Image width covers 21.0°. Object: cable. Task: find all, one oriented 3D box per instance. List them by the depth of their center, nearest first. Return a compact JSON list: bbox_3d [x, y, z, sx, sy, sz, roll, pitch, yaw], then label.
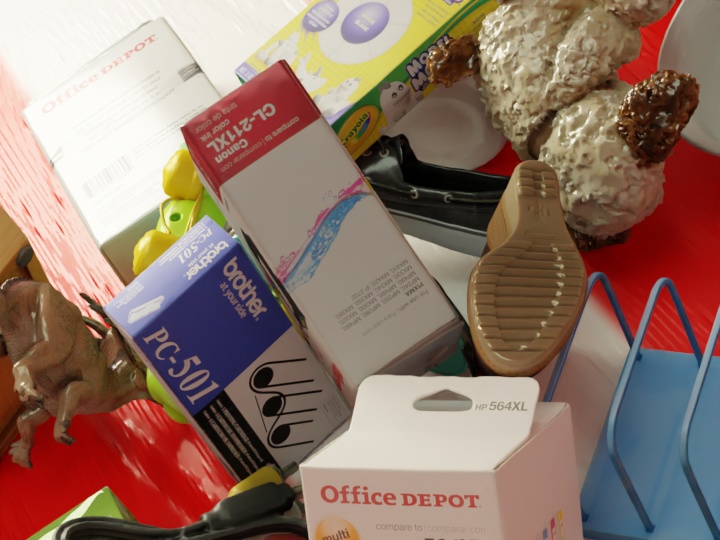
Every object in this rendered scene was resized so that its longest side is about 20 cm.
[{"bbox_3d":[-0.102,0.184,1.272,0.198,0.051,0.097,-16,54,-27],"label":"cable"}]

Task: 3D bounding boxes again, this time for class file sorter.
[{"bbox_3d":[0.225,0.087,1.189,0.198,0.123,0.140,5,56,30],"label":"file sorter"}]

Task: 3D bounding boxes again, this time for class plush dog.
[{"bbox_3d":[0.150,-0.106,1.333,0.159,0.201,0.173,-18,61,-23],"label":"plush dog"}]

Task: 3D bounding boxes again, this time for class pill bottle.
[{"bbox_3d":[0.059,-0.181,1.497,0.110,0.112,0.201,-14,48,16],"label":"pill bottle"}]

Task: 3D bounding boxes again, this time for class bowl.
[{"bbox_3d":[0.311,-0.141,1.337,0.200,0.090,0.203,-24,46,28],"label":"bowl"}]

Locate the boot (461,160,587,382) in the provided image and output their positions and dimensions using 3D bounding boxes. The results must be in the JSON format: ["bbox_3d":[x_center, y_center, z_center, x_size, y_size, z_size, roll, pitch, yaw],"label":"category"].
[{"bbox_3d":[0.100,0.047,1.241,0.072,0.168,0.201,9,39,4],"label":"boot"}]

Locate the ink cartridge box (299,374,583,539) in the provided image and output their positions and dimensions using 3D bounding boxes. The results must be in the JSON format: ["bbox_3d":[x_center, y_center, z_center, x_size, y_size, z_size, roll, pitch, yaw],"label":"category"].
[{"bbox_3d":[0.052,0.165,1.139,0.127,0.202,0.125,-2,13,26],"label":"ink cartridge box"}]

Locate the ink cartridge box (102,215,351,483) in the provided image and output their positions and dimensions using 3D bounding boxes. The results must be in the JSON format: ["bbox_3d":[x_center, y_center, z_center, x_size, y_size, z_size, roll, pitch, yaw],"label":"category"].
[{"bbox_3d":[-0.086,0.063,1.310,0.094,0.201,0.044,-42,47,-10],"label":"ink cartridge box"}]

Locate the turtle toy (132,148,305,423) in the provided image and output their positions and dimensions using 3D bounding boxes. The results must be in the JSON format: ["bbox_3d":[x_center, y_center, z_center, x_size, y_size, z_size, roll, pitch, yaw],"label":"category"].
[{"bbox_3d":[-0.100,0.015,1.416,0.145,0.101,0.201,22,56,-8],"label":"turtle toy"}]

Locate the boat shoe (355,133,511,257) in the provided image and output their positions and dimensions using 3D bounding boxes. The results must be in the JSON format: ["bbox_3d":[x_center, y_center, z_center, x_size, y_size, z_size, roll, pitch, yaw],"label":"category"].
[{"bbox_3d":[0.027,-0.066,1.399,0.198,0.067,0.070,18,23,11],"label":"boat shoe"}]

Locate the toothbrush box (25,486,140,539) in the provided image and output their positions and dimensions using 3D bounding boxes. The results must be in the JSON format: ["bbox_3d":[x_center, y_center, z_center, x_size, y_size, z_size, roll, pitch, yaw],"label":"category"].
[{"bbox_3d":[-0.175,0.267,1.272,0.145,0.086,0.201,-33,48,-1],"label":"toothbrush box"}]

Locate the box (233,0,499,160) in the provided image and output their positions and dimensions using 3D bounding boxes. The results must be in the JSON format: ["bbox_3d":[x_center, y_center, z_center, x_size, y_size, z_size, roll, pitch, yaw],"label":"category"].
[{"bbox_3d":[0.019,-0.171,1.401,0.200,0.049,0.117,-41,47,-10],"label":"box"}]

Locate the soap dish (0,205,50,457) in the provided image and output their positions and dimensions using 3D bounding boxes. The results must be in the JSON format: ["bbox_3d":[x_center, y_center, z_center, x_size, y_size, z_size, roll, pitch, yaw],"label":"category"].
[{"bbox_3d":[-0.288,0.051,1.433,0.081,0.201,0.158,25,66,20],"label":"soap dish"}]

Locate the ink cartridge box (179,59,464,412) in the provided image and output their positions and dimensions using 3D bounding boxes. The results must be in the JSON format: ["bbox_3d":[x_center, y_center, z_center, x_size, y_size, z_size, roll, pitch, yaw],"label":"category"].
[{"bbox_3d":[-0.024,-0.016,1.254,0.082,0.146,0.201,-33,80,-6],"label":"ink cartridge box"}]

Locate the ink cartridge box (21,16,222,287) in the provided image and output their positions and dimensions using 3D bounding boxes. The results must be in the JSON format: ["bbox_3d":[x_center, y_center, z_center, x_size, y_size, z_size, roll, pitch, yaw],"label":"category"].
[{"bbox_3d":[-0.166,-0.091,1.554,0.145,0.084,0.200,-34,46,-2],"label":"ink cartridge box"}]

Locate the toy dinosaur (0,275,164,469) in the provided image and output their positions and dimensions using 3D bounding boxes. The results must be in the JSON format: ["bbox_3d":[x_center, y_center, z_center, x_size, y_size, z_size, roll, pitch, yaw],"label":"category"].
[{"bbox_3d":[-0.215,0.052,1.386,0.085,0.201,0.136,2,51,33],"label":"toy dinosaur"}]

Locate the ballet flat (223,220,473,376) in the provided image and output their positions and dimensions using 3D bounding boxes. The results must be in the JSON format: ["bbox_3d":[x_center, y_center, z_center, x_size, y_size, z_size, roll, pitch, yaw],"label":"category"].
[{"bbox_3d":[0.000,0.000,1.363,0.199,0.068,0.069,28,44,-3],"label":"ballet flat"}]
